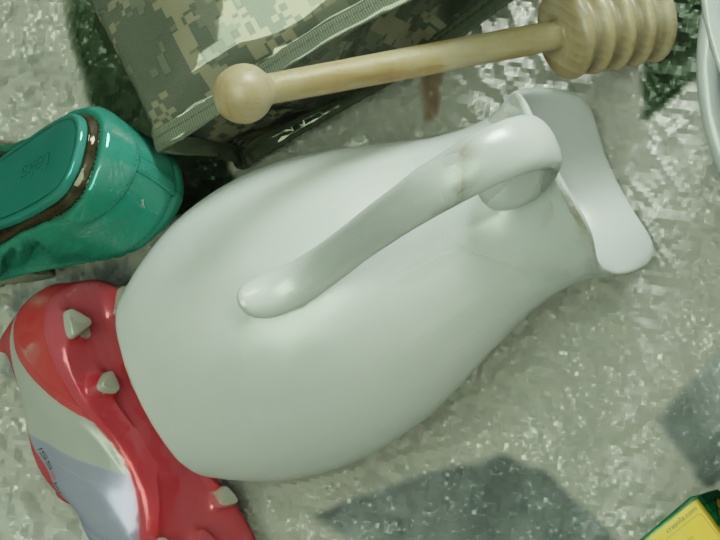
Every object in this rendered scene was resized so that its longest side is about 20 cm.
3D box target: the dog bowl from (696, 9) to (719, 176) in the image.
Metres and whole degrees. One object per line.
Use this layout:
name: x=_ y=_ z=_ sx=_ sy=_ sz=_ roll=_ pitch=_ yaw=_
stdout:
dog bowl: x=0.231 y=-0.077 z=0.927 sx=0.199 sy=0.079 sz=0.202 roll=-1 pitch=88 yaw=16

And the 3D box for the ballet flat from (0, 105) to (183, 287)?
ballet flat: x=-0.141 y=-0.020 z=1.024 sx=0.199 sy=0.070 sz=0.068 roll=-11 pitch=60 yaw=50

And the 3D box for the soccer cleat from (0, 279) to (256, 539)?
soccer cleat: x=-0.094 y=0.100 z=1.028 sx=0.076 sy=0.066 sz=0.201 roll=-22 pitch=90 yaw=52

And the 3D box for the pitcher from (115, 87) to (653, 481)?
pitcher: x=0.000 y=0.000 z=0.940 sx=0.199 sy=0.171 sz=0.122 roll=-27 pitch=76 yaw=12

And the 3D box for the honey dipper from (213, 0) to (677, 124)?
honey dipper: x=0.032 y=-0.085 z=0.942 sx=0.199 sy=0.038 sz=0.038 roll=-12 pitch=82 yaw=-27

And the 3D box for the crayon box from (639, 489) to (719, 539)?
crayon box: x=0.097 y=0.194 z=0.962 sx=0.200 sy=0.058 sz=0.119 roll=-40 pitch=77 yaw=11

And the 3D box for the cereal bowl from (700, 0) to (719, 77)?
cereal bowl: x=0.220 y=-0.104 z=0.847 sx=0.199 sy=0.083 sz=0.202 roll=-1 pitch=88 yaw=16

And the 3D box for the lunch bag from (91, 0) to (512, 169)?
lunch bag: x=-0.016 y=-0.161 z=0.982 sx=0.199 sy=0.117 sz=0.165 roll=-30 pitch=79 yaw=17
